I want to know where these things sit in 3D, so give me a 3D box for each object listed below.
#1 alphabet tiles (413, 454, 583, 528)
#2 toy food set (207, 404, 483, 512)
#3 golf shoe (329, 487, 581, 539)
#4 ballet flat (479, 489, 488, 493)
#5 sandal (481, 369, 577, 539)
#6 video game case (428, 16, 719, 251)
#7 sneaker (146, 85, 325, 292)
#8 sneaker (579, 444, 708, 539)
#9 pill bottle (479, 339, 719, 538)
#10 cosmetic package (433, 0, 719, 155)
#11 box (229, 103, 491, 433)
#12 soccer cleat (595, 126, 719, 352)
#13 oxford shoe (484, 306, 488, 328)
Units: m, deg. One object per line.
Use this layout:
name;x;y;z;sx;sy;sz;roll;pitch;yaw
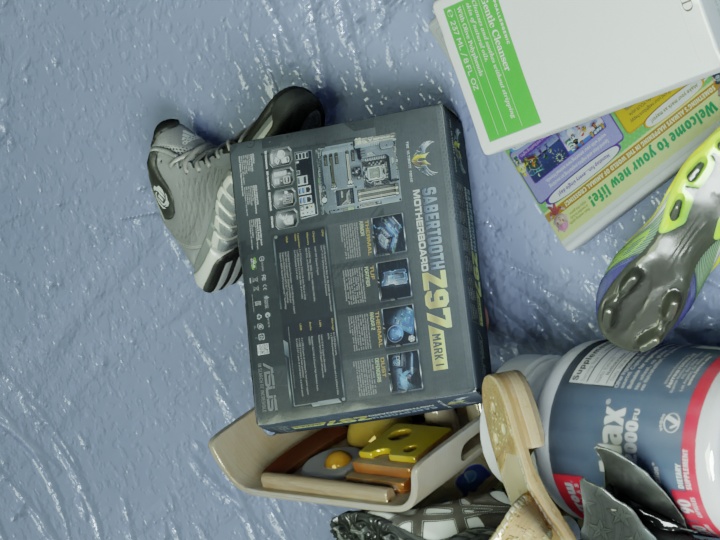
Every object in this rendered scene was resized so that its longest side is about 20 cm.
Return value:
alphabet tiles;0.083;0.190;1.758;0.200;0.166;0.006;34;168;45
toy food set;0.011;0.102;1.797;0.199;0.143;0.061;2;116;43
golf shoe;0.064;0.187;1.728;0.199;0.094;0.078;5;115;49
ballet flat;0.112;0.186;1.799;0.199;0.076;0.064;16;108;28
sandal;0.091;0.166;1.600;0.078;0.069;0.213;108;149;-62
video game case;0.150;-0.136;1.659;0.200;0.022;0.183;-40;78;44
sneaker;-0.105;-0.084;1.888;0.116;0.075;0.200;49;134;21
sneaker;0.177;0.200;1.623;0.104;0.060;0.200;24;143;16
pill bottle;0.180;0.105;1.661;0.199;0.119;0.120;2;108;43
cosmetic package;0.153;-0.152;1.576;0.200;0.085;0.108;-21;89;46
box;0.000;0.000;1.747;0.157;0.051;0.201;-11;78;17
soccer cleat;0.212;-0.037;1.610;0.065;0.084;0.200;34;114;-6
oxford shoe;0.011;0.015;1.836;0.200;0.071;0.074;31;151;31
